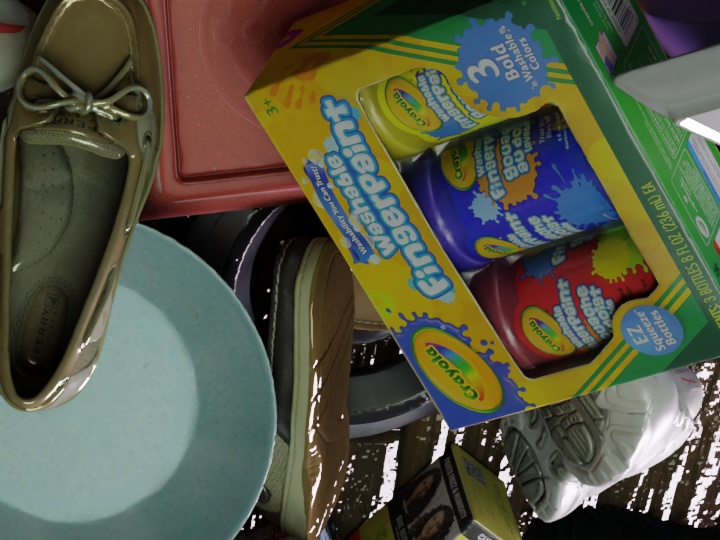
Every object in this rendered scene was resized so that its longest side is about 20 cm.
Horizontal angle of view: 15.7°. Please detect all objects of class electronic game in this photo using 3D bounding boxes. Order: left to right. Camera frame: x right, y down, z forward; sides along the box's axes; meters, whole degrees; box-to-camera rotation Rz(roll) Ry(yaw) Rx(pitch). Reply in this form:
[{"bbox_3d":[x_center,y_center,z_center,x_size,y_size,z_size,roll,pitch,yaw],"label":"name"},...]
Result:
[{"bbox_3d":[0.000,0.000,1.355,0.199,0.042,0.201,-9,121,-15],"label":"electronic game"}]

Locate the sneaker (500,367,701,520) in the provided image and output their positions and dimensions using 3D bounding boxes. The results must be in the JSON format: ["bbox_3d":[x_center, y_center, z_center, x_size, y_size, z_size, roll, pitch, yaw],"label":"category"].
[{"bbox_3d":[0.138,0.069,1.376,0.099,0.078,0.200,-23,172,-15],"label":"sneaker"}]

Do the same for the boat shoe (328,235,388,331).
[{"bbox_3d":[0.075,-0.003,1.314,0.199,0.066,0.074,-12,122,-12],"label":"boat shoe"}]

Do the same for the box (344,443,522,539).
[{"bbox_3d":[0.003,0.191,1.472,0.050,0.075,0.200,36,111,-29],"label":"box"}]

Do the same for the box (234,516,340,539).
[{"bbox_3d":[-0.076,0.181,1.373,0.136,0.200,0.038,-23,96,3],"label":"box"}]

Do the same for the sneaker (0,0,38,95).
[{"bbox_3d":[-0.221,-0.148,1.181,0.199,0.071,0.094,22,123,-22],"label":"sneaker"}]

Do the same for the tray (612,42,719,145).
[{"bbox_3d":[0.207,-0.062,1.146,0.107,0.022,0.199,-13,159,38],"label":"tray"}]

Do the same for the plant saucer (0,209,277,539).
[{"bbox_3d":[-0.140,0.065,1.258,0.199,0.039,0.202,-1,104,-3],"label":"plant saucer"}]

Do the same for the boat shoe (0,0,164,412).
[{"bbox_3d":[-0.132,-0.036,1.186,0.073,0.063,0.202,14,89,-5],"label":"boat shoe"}]

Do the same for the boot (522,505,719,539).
[{"bbox_3d":[0.168,0.224,1.538,0.197,0.074,0.163,6,126,-18],"label":"boot"}]

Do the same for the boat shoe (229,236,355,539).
[{"bbox_3d":[-0.042,0.060,1.294,0.064,0.073,0.201,14,134,11],"label":"boat shoe"}]

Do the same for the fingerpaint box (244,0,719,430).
[{"bbox_3d":[0.071,-0.040,1.192,0.166,0.073,0.201,-17,116,32],"label":"fingerpaint box"}]

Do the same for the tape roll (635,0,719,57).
[{"bbox_3d":[0.211,-0.170,1.187,0.200,0.201,0.066,-36,124,13],"label":"tape roll"}]

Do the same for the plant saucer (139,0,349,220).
[{"bbox_3d":[-0.025,-0.120,1.245,0.198,0.037,0.201,-6,113,-9],"label":"plant saucer"}]

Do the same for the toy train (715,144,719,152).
[{"bbox_3d":[0.211,-0.064,1.295,0.199,0.087,0.114,-9,148,-31],"label":"toy train"}]
